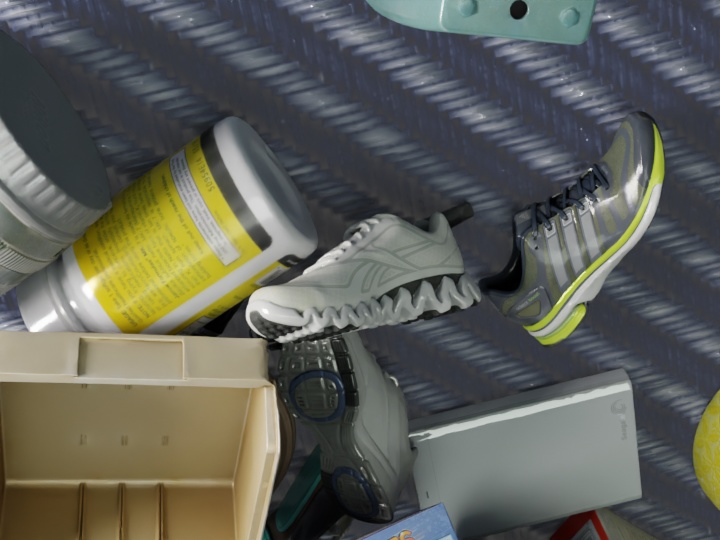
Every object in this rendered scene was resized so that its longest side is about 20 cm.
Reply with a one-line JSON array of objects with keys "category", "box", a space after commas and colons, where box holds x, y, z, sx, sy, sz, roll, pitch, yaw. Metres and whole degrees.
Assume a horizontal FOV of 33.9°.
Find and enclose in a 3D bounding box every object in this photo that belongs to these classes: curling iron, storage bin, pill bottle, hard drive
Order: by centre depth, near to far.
[{"category": "storage bin", "box": [-0.166, 0.137, 0.838, 0.197, 0.094, 0.200, 3, 138, -12]}, {"category": "pill bottle", "box": [-0.140, -0.010, 0.848, 0.199, 0.115, 0.115, -33, 118, 9]}, {"category": "curling iron", "box": [0.000, 0.000, 0.918, 0.199, 0.026, 0.050, -33, 133, -3]}, {"category": "hard drive", "box": [0.144, 0.167, 1.037, 0.197, 0.026, 0.133, -13, 119, -1]}]

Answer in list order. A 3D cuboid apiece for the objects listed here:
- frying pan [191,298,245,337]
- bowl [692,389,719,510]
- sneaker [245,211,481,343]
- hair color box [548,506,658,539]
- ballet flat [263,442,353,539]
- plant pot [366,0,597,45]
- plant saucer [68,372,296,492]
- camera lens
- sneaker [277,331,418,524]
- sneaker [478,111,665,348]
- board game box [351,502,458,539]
[{"category": "frying pan", "box": [-0.141, 0.062, 0.932, 0.113, 0.031, 0.192, 2, 116, -13]}, {"category": "bowl", "box": [0.405, 0.173, 1.034, 0.197, 0.108, 0.202, -4, 119, -7]}, {"category": "sneaker", "box": [-0.001, 0.004, 0.842, 0.199, 0.075, 0.082, -9, 86, -42]}, {"category": "hair color box", "box": [0.274, 0.300, 1.085, 0.199, 0.102, 0.061, 32, 108, -22]}, {"category": "ballet flat", "box": [-0.058, 0.234, 1.019, 0.073, 0.073, 0.201, 32, 107, -23]}, {"category": "plant pot", "box": [0.077, -0.214, 0.723, 0.139, 0.201, 0.143, 3, 118, -10]}, {"category": "plant saucer", "box": [-0.148, 0.146, 0.949, 0.197, 0.030, 0.202, -5, 121, -8]}, {"category": "camera lens", "box": [-0.287, -0.047, 0.779, 0.199, 0.160, 0.160, -32, 118, 9]}, {"category": "sneaker", "box": [-0.006, 0.103, 0.937, 0.074, 0.087, 0.202, 5, 126, 31]}, {"category": "sneaker", "box": [0.163, -0.035, 0.908, 0.080, 0.074, 0.201, 22, 111, -16]}, {"category": "board game box", "box": [-0.030, 0.242, 0.925, 0.198, 0.135, 0.035, -22, 79, -13]}]
